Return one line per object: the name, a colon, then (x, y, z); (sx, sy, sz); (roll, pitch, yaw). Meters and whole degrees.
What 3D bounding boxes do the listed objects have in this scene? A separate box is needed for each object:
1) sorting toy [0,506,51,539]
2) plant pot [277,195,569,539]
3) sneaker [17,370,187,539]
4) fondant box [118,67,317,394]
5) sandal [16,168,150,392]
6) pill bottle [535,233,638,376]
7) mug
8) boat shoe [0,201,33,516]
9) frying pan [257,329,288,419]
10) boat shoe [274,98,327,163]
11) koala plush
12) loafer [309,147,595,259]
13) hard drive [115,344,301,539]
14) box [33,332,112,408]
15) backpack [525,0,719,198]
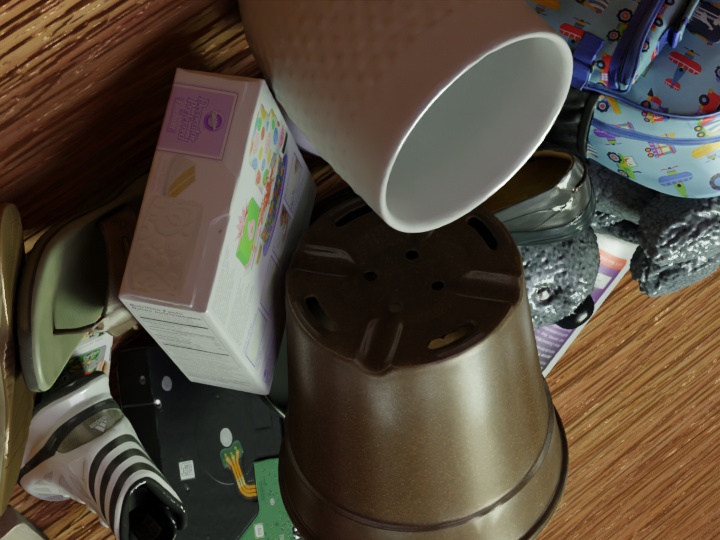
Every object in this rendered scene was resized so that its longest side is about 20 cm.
sorting toy: (-0.277, 0.290, 1.672); (0.199, 0.070, 0.200); (-41, 154, -6)
plant pot: (0.036, 0.065, 1.487); (0.200, 0.200, 0.199); (-33, 144, -22)
sneaker: (-0.175, 0.149, 1.520); (0.075, 0.116, 0.201); (-30, 170, -19)
fondant box: (-0.083, -0.019, 1.407); (0.200, 0.058, 0.145); (67, 35, -72)
sandal: (-0.145, -0.002, 1.381); (0.201, 0.057, 0.080); (-49, 143, -46)
pill bottle: (0.124, 0.021, 1.805); (0.200, 0.111, 0.111); (-54, 152, 18)
mug: (0.029, -0.135, 1.372); (0.199, 0.175, 0.148); (-2, 132, -54)
boat shoe: (-0.229, 0.051, 1.348); (0.073, 0.062, 0.202); (-80, 173, -67)
frying pan: (-0.038, 0.031, 1.662); (0.031, 0.115, 0.191); (-20, -145, 36)
boat shoe: (0.000, -0.096, 1.524); (0.066, 0.070, 0.199); (-31, 169, 35)
koala plush: (0.138, -0.032, 1.647); (0.199, 0.184, 0.177); (-36, 170, -2)
loafer: (0.057, -0.050, 1.537); (0.198, 0.073, 0.072); (-12, 154, 2)
hard drive: (-0.102, 0.148, 1.606); (0.038, 0.202, 0.139); (-10, 177, 38)
box: (-0.243, 0.065, 1.434); (0.199, 0.035, 0.110); (-27, 149, -31)
backpack: (0.200, -0.152, 1.529); (0.183, 0.199, 0.135); (-54, 158, -23)
